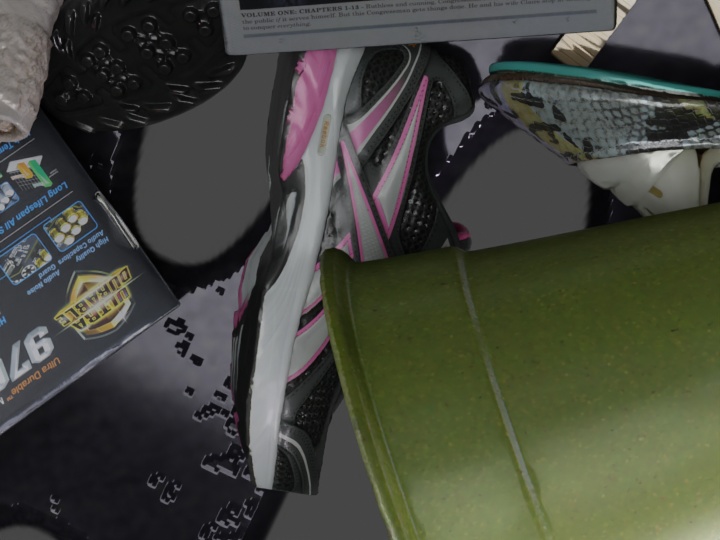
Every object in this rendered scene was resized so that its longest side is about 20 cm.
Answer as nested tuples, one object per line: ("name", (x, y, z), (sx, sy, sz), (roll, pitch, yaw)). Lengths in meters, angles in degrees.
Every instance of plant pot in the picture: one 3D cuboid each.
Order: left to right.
("plant pot", (0.108, 0.054, 0.817), (0.190, 0.200, 0.200), (-21, 97, 5))

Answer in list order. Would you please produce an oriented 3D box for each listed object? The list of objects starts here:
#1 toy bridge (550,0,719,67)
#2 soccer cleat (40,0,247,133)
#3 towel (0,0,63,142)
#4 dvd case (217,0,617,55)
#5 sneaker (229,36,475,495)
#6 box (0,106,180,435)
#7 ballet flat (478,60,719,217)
("toy bridge", (0.101, -0.109, 0.914), (0.200, 0.027, 0.067), (36, 101, -2))
("soccer cleat", (-0.053, -0.127, 0.916), (0.200, 0.073, 0.068), (-37, 115, 27))
("towel", (-0.208, -0.128, 0.905), (0.200, 0.034, 0.133), (10, 69, 7))
("dvd case", (0.016, -0.159, 0.803), (0.150, 0.025, 0.200), (-3, 139, 2))
("sneaker", (0.000, 0.000, 0.920), (0.086, 0.080, 0.200), (8, 107, -9))
("box", (-0.198, 0.007, 0.921), (0.200, 0.046, 0.159), (-37, 94, -12))
("ballet flat", (0.143, -0.043, 0.869), (0.200, 0.072, 0.072), (3, 99, 3))
